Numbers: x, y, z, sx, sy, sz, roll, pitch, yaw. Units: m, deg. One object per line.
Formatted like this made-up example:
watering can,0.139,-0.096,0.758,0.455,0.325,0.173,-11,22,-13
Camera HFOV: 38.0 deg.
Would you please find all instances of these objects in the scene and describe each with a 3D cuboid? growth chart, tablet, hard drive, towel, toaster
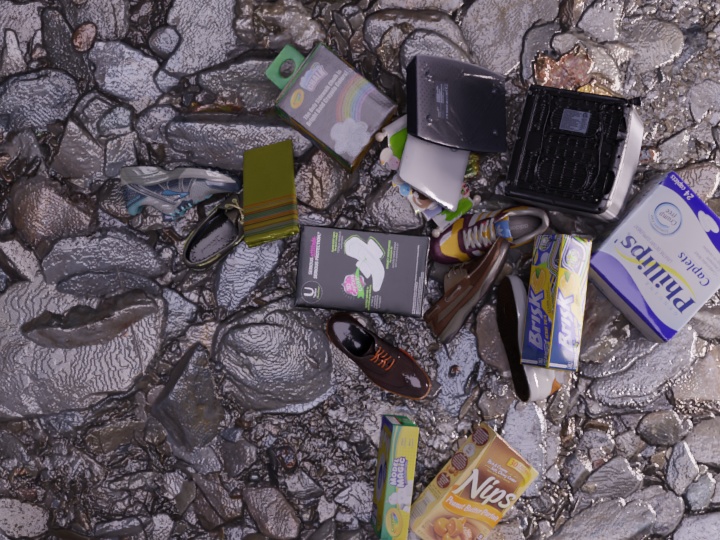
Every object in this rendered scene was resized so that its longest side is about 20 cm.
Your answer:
growth chart,0.104,-0.154,1.624,0.145,0.018,0.202,-44,113,-34
tablet,0.127,-0.208,1.629,0.129,0.014,0.204,27,69,-34
hard drive,0.147,-0.253,1.614,0.197,0.042,0.138,3,84,-40
towel,-0.139,-0.121,1.609,0.084,0.018,0.203,-12,48,7
toaster,0.339,-0.181,1.615,0.197,0.118,0.185,14,90,28

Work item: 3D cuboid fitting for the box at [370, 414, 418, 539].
box,0.051,0.335,1.631,0.047,0.117,0.205,4,90,-7

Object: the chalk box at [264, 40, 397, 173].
chalk box,-0.055,-0.265,1.628,0.199,0.124,0.125,39,90,0

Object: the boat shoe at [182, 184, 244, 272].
boat shoe,-0.203,-0.076,1.653,0.201,0.060,0.072,-44,89,-1

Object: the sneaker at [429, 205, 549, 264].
sneaker,0.200,-0.061,1.650,0.196,0.090,0.076,-18,90,-2

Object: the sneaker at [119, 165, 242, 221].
sneaker,-0.281,-0.122,1.651,0.195,0.078,0.088,1,96,9

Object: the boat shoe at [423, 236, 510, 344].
boat shoe,0.161,0.024,1.631,0.071,0.076,0.202,37,115,9

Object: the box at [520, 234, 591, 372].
box,0.299,0.049,1.601,0.063,0.070,0.205,9,86,-31

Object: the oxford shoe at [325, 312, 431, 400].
oxford shoe,0.027,0.142,1.653,0.198,0.073,0.072,34,88,-2

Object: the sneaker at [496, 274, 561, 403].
sneaker,0.273,0.103,1.672,0.083,0.073,0.204,-11,91,-22

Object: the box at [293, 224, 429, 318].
box,0.000,0.000,1.615,0.195,0.149,0.127,6,91,-2

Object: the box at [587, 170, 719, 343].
box,0.474,-0.020,1.650,0.184,0.105,0.200,44,89,-1

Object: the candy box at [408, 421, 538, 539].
candy box,0.174,0.354,1.648,0.115,0.055,0.201,41,89,-25
